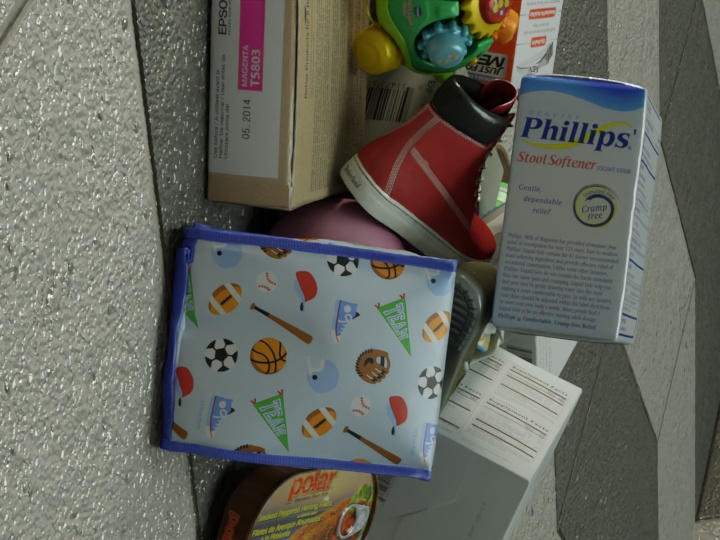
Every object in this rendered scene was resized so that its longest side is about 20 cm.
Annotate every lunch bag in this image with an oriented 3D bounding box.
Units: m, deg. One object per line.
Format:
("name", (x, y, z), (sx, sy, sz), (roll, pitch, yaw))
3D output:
("lunch bag", (-0.045, 0.058, 1.459), (0.124, 0.198, 0.172), (-176, -88, -72))

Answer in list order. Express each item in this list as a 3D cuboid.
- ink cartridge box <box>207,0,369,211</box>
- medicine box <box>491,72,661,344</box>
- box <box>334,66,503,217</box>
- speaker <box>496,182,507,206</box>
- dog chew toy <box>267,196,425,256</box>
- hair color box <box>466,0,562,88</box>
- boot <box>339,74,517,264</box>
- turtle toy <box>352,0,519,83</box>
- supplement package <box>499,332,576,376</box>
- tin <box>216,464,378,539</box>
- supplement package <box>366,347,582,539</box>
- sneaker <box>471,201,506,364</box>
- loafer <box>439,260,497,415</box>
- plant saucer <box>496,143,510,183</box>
("ink cartridge box", (-0.053, -0.156, 1.528), (0.165, 0.074, 0.202), (-20, 114, -68))
("medicine box", (0.178, -0.044, 1.600), (0.182, 0.102, 0.202), (14, 83, -78))
("box", (0.037, -0.097, 1.729), (0.200, 0.127, 0.110), (61, 39, -58))
("speaker", (0.103, -0.003, 1.868), (0.200, 0.088, 0.089), (-57, 147, -50))
("dog chew toy", (0.000, 0.000, 1.626), (0.200, 0.124, 0.126), (-10, 104, -63))
("hair color box", (0.135, -0.262, 1.717), (0.111, 0.063, 0.202), (-20, 119, -64))
("boot", (0.090, -0.079, 1.585), (0.200, 0.144, 0.073), (33, 20, -54))
("turtle toy", (0.069, -0.239, 1.542), (0.145, 0.101, 0.202), (-29, 125, -45))
("supplement package", (0.162, 0.034, 2.061), (0.200, 0.119, 0.122), (-54, 147, -48))
("tin", (-0.051, 0.205, 1.610), (0.199, 0.042, 0.113), (-1, 113, -60))
("supplement package", (0.092, 0.177, 1.859), (0.153, 0.150, 0.200), (-68, 170, 27))
("sneaker", (0.101, 0.026, 1.719), (0.200, 0.081, 0.076), (-50, 148, 3))
("loafer", (0.064, 0.066, 1.610), (0.070, 0.075, 0.200), (-33, 163, -45))
("plant saucer", (0.132, -0.040, 2.180), (0.200, 0.029, 0.202), (4, 90, -72))
